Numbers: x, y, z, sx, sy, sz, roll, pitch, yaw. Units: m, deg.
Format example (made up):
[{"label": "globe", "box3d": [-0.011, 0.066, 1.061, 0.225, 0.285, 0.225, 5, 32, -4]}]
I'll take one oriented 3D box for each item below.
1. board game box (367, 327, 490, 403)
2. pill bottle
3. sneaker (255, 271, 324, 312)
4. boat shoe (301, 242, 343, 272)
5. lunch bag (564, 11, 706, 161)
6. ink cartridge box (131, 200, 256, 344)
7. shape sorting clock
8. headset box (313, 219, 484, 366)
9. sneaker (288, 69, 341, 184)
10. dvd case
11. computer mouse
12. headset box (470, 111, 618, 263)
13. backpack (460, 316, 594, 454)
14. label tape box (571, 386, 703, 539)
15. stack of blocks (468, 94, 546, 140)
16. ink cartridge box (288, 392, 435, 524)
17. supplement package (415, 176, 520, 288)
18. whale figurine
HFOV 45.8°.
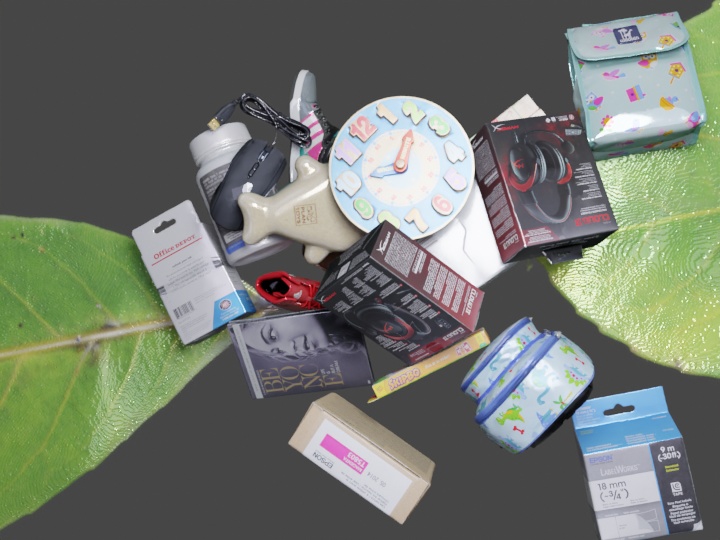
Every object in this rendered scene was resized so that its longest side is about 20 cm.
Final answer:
[{"label": "board game box", "box3d": [0.100, 0.141, 1.273, 0.200, 0.096, 0.030, -30, 85, 7]}, {"label": "pill bottle", "box3d": [-0.186, -0.118, 1.319, 0.114, 0.114, 0.200, -22, 85, 7]}, {"label": "sneaker", "box3d": [-0.068, 0.049, 1.293, 0.199, 0.116, 0.079, 9, 89, 9]}, {"label": "boat shoe", "box3d": [0.001, -0.005, 1.293, 0.202, 0.075, 0.075, 15, 127, 9]}, {"label": "lunch bag", "box3d": [0.392, -0.275, 1.233, 0.170, 0.122, 0.201, -8, 79, 11]}, {"label": "ink cartridge box", "box3d": [-0.264, 0.003, 1.349, 0.116, 0.068, 0.200, -27, 84, 7]}, {"label": "shape sorting clock", "box3d": [0.055, -0.140, 1.160, 0.199, 0.039, 0.201, -1, 82, 8]}, {"label": "headset box", "box3d": [0.060, 0.042, 1.177, 0.200, 0.149, 0.075, 35, 50, -15]}, {"label": "sneaker", "box3d": [-0.047, -0.211, 1.315, 0.120, 0.084, 0.201, 0, 91, 11]}, {"label": "dvd case", "box3d": [-0.089, 0.128, 1.303, 0.199, 0.016, 0.149, -7, 122, 9]}, {"label": "computer mouse", "box3d": [-0.174, -0.167, 1.245, 0.140, 0.046, 0.200, 36, 79, -2]}, {"label": "headset box", "box3d": [0.250, -0.105, 1.165, 0.148, 0.075, 0.201, -10, 75, -18]}, {"label": "backpack", "box3d": [0.231, 0.162, 1.199, 0.147, 0.200, 0.183, 41, 95, 8]}, {"label": "label tape box", "box3d": [0.396, 0.283, 1.238, 0.144, 0.063, 0.201, -12, 86, 8]}, {"label": "stack of blocks", "box3d": [0.265, -0.147, 1.277, 0.115, 0.059, 0.200, -37, 83, 5]}, {"label": "ink cartridge box", "box3d": [0.007, 0.269, 1.248, 0.200, 0.165, 0.075, 34, 93, 9]}, {"label": "supplement package", "box3d": [0.145, -0.073, 1.266, 0.156, 0.111, 0.200, -35, 82, 6]}, {"label": "whale figurine", "box3d": [-0.079, -0.089, 1.239, 0.199, 0.104, 0.160, -10, 105, -12]}]
